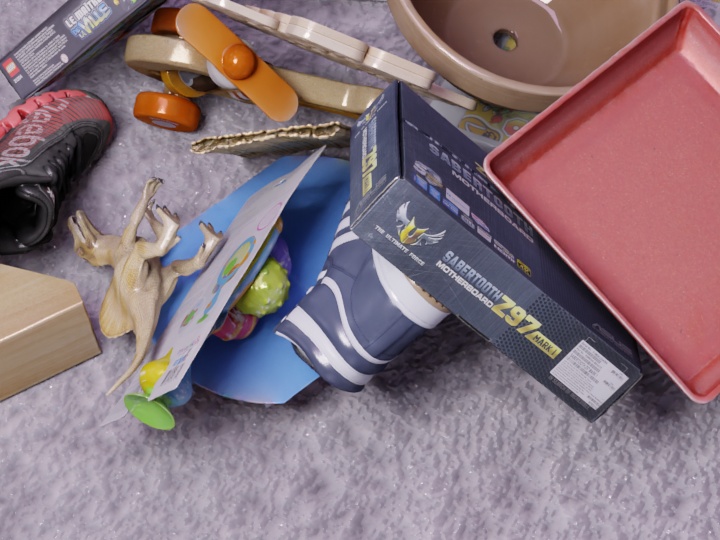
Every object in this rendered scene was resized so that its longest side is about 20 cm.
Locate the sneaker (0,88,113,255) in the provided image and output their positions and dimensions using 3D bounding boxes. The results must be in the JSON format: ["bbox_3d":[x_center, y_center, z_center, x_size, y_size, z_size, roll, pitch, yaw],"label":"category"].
[{"bbox_3d":[-0.224,-0.061,1.652,0.098,0.071,0.200,25,36,27],"label":"sneaker"}]

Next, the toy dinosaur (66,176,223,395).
[{"bbox_3d":[-0.137,0.007,1.584,0.101,0.058,0.200,-52,31,16],"label":"toy dinosaur"}]

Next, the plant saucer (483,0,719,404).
[{"bbox_3d":[0.202,-0.040,1.527,0.199,0.037,0.200,-38,82,-26],"label":"plant saucer"}]

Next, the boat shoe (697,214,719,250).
[{"bbox_3d":[0.256,-0.015,1.580,0.200,0.072,0.062,-39,65,-18],"label":"boat shoe"}]

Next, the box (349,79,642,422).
[{"bbox_3d":[0.081,-0.014,1.508,0.051,0.200,0.158,-45,17,18],"label":"box"}]

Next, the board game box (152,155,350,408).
[{"bbox_3d":[-0.047,0.012,1.625,0.200,0.039,0.158,-37,57,-19],"label":"board game box"}]

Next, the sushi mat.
[{"bbox_3d":[-0.049,-0.084,1.610,0.095,0.200,0.012,-6,91,6],"label":"sushi mat"}]

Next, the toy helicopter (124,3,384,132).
[{"bbox_3d":[-0.063,-0.132,1.676,0.199,0.132,0.079,12,82,0],"label":"toy helicopter"}]

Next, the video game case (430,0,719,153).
[{"bbox_3d":[0.169,-0.135,1.700,0.199,0.023,0.182,20,62,20],"label":"video game case"}]

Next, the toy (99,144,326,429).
[{"bbox_3d":[-0.080,0.021,1.553,0.047,0.115,0.200,42,59,-12],"label":"toy"}]

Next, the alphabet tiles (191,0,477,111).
[{"bbox_3d":[-0.022,-0.150,1.625,0.195,0.200,0.015,21,92,-19],"label":"alphabet tiles"}]

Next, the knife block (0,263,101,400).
[{"bbox_3d":[-0.292,0.074,1.605,0.199,0.064,0.176,13,60,16],"label":"knife block"}]

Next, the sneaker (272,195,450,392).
[{"bbox_3d":[0.000,0.000,1.557,0.108,0.070,0.200,-45,22,19],"label":"sneaker"}]

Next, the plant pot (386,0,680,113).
[{"bbox_3d":[0.107,-0.179,1.656,0.200,0.093,0.202,5,61,-9],"label":"plant pot"}]

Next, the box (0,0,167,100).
[{"bbox_3d":[-0.156,-0.191,1.677,0.035,0.200,0.110,54,46,-4],"label":"box"}]
